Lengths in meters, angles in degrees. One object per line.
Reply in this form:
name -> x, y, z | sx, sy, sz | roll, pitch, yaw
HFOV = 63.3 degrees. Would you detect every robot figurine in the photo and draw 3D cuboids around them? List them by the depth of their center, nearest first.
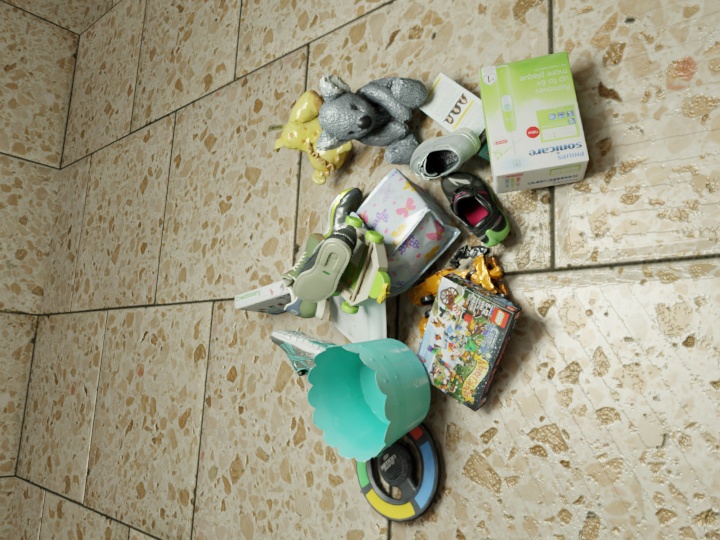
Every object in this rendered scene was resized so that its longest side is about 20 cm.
robot figurine -> 0.180, 0.042, 1.060 | 0.200, 0.058, 0.145 | -32, 61, 35

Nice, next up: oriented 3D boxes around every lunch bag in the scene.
lunch bag -> 0.061, -0.067, 1.126 | 0.200, 0.127, 0.170 | -49, 41, 17

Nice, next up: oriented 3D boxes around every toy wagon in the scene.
toy wagon -> 0.000, 0.000, 1.051 | 0.200, 0.040, 0.155 | 40, 118, 46

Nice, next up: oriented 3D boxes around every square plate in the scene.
square plate -> -0.014, 0.074, 1.163 | 0.200, 0.028, 0.198 | 37, 138, 48

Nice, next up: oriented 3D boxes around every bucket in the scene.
bucket -> 0.016, 0.221, 1.045 | 0.207, 0.135, 0.207 | 8, 102, 43

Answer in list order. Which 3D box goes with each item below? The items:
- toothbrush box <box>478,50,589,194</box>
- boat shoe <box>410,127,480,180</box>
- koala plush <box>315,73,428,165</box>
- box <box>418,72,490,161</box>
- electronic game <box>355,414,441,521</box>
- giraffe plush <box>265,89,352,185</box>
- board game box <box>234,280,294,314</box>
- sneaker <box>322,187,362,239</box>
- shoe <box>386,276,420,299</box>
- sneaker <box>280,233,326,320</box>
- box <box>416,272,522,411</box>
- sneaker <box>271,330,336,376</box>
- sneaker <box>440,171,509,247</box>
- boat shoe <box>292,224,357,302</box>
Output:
toothbrush box -> 0.283, -0.243, 0.972 | 0.145, 0.086, 0.200 | -7, 75, 12
boat shoe -> 0.141, -0.209, 1.100 | 0.072, 0.070, 0.201 | -44, 13, -23
koala plush -> -0.001, -0.312, 1.183 | 0.184, 0.200, 0.178 | 43, 136, 47
box -> 0.202, -0.297, 1.121 | 0.082, 0.049, 0.200 | -55, 50, 20
electronic game -> 0.067, 0.367, 1.103 | 0.200, 0.042, 0.200 | -11, 73, 42
giraffe plush -> -0.089, -0.296, 1.331 | 0.162, 0.200, 0.173 | 46, 146, 14
board game box -> -0.178, 0.062, 1.342 | 0.200, 0.126, 0.035 | -17, 70, 39
sneaker -> -0.034, -0.086, 1.289 | 0.081, 0.074, 0.200 | 34, 111, 35
shoe -> 0.043, 0.024, 1.203 | 0.200, 0.053, 0.070 | -7, 56, 38
sneaker -> -0.120, 0.006, 1.216 | 0.067, 0.090, 0.200 | 120, 151, -58
box -> 0.177, 0.122, 0.999 | 0.137, 0.038, 0.200 | 29, 119, 30
sneaker -> -0.138, 0.190, 1.315 | 0.200, 0.078, 0.091 | 13, 94, 45
sneaker -> 0.198, -0.127, 1.052 | 0.077, 0.084, 0.200 | -47, 41, 15
boat shoe -> -0.063, -0.007, 1.063 | 0.200, 0.072, 0.068 | -51, 13, 45
